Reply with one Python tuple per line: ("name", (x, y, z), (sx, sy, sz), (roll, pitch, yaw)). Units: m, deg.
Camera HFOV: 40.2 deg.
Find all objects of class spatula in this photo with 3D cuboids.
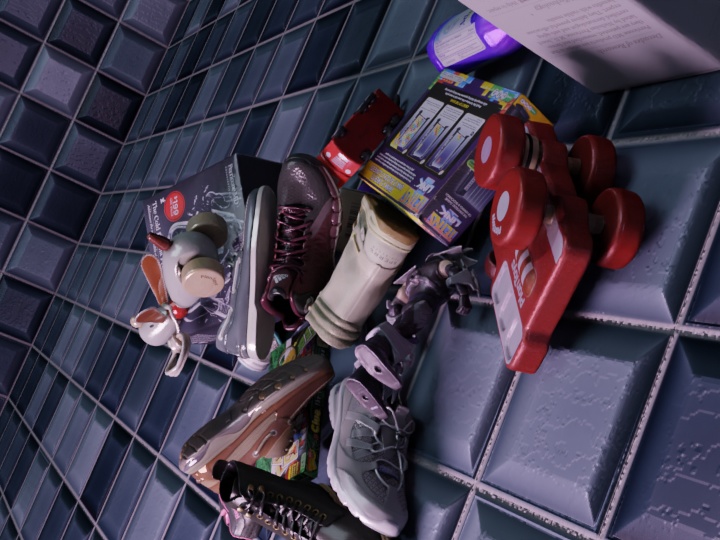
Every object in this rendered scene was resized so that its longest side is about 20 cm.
("spatula", (0.025, -0.146, 1.298), (0.057, 0.021, 0.200), (-27, 42, 61))

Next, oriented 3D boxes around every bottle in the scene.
("bottle", (0.156, -0.274, 1.099), (0.084, 0.065, 0.200), (-45, 17, -24))

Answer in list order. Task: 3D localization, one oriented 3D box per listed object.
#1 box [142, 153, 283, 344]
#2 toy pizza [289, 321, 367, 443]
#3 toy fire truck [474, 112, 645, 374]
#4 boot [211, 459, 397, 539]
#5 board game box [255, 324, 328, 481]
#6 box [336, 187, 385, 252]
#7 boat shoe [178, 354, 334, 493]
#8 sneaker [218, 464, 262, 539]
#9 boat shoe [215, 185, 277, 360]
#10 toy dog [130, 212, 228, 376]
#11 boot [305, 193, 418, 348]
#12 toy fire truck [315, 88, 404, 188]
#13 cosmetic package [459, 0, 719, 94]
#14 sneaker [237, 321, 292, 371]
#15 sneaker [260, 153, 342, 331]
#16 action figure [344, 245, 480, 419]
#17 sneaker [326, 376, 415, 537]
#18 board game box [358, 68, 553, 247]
("box", (-0.172, -0.022, 1.268), (0.182, 0.104, 0.200), (-21, 74, 34))
("toy pizza", (-0.048, 0.129, 1.164), (0.200, 0.032, 0.200), (-40, 35, 36))
("toy fire truck", (0.150, -0.032, 0.863), (0.200, 0.112, 0.168), (-96, 21, -50))
("boot", (-0.060, 0.247, 0.950), (0.200, 0.138, 0.078), (10, 75, 63))
("board game box", (-0.079, 0.160, 1.132), (0.105, 0.023, 0.200), (-39, 35, 41))
("box", (-0.043, -0.069, 1.287), (0.200, 0.068, 0.082), (13, 92, 65))
("boat shoe", (-0.104, 0.167, 1.073), (0.200, 0.072, 0.076), (-37, 15, 7))
("sneaker", (-0.155, 0.263, 1.213), (0.200, 0.079, 0.096), (32, 107, 66))
("boat shoe", (-0.132, 0.001, 1.131), (0.062, 0.073, 0.200), (3, 88, 20))
("toy dog", (-0.232, 0.015, 1.166), (0.200, 0.096, 0.132), (-61, 27, 18))
("boot", (0.000, 0.000, 1.106), (0.155, 0.072, 0.200), (-60, 7, 10))
("toy fire truck", (-0.014, -0.149, 1.203), (0.141, 0.049, 0.200), (-44, 7, 42))
("cosmetic package", (0.213, -0.279, 0.845), (0.166, 0.200, 0.168), (3, 69, 64))
("sneaker", (-0.109, 0.036, 1.341), (0.091, 0.078, 0.200), (-22, 55, 47))
("sneaker", (-0.071, -0.022, 1.101), (0.116, 0.076, 0.200), (-49, -42, -57))
("action figure", (0.055, 0.047, 0.974), (0.200, 0.069, 0.130), (-53, 3, -40))
("sneaker", (0.016, 0.164, 0.959), (0.082, 0.075, 0.200), (-44, 35, 23))
("board game box", (0.096, -0.129, 1.070), (0.165, 0.057, 0.200), (-51, 25, 4))
